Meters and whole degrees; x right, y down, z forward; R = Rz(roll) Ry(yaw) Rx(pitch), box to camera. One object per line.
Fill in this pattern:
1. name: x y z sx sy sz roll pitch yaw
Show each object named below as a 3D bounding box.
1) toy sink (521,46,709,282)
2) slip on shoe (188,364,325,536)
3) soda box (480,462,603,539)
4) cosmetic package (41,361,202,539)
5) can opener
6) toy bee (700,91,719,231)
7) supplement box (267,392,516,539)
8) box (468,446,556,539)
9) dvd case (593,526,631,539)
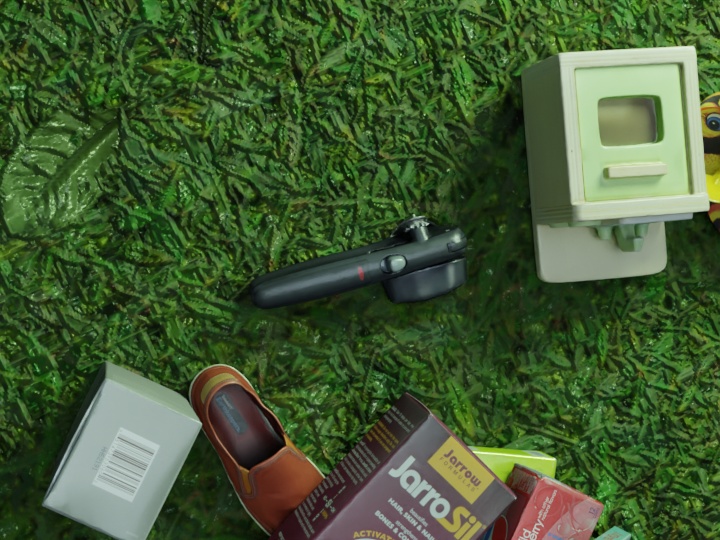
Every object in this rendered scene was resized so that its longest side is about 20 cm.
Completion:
1. toy sink: 0.228 -0.091 1.118 0.130 0.112 0.201 -4 92 -11
2. slip on shoe: -0.079 0.170 1.084 0.074 0.061 0.200 -34 99 -11
3. soda box: 0.131 0.274 1.080 0.070 0.063 0.201 26 86 -12
4. cosmetic package: -0.189 0.139 0.991 0.090 0.200 0.107 27 83 -13
5. can opener: 0.000 0.000 1.096 0.199 0.063 0.079 -12 94 -12
6. toy bee: 0.341 -0.121 1.151 0.108 0.131 0.201 16 107 30
7. supplement box: 0.017 0.216 1.045 0.110 0.086 0.200 44 86 -13
8. box: 0.103 0.261 1.131 0.121 0.048 0.201 7 89 -12
9. dvd case: 0.177 0.327 1.090 0.022 0.146 0.201 24 97 23
